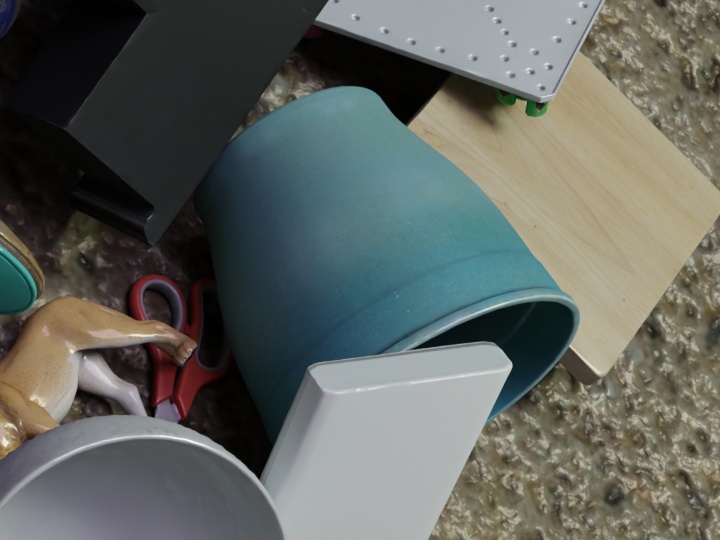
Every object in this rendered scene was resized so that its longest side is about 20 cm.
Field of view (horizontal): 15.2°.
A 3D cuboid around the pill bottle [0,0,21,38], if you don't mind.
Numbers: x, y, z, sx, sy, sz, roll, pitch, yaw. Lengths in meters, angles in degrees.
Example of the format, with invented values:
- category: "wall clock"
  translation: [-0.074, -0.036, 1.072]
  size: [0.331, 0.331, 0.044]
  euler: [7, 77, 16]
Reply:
- category: "pill bottle"
  translation: [-0.288, -0.143, 1.528]
  size: [0.114, 0.114, 0.200]
  euler: [48, 37, -2]

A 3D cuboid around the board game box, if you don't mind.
- category: "board game box"
  translation: [0.064, -0.197, 1.807]
  size: [0.199, 0.026, 0.200]
  euler: [20, 47, 10]

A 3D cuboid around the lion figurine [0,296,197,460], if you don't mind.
- category: "lion figurine"
  translation: [-0.185, 0.065, 1.546]
  size: [0.122, 0.073, 0.200]
  euler: [34, 35, 7]

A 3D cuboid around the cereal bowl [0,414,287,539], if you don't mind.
- category: "cereal bowl"
  translation: [-0.142, 0.166, 1.466]
  size: [0.199, 0.083, 0.201]
  euler: [-10, 113, -25]

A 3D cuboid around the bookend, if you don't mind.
- category: "bookend"
  translation: [-0.146, -0.156, 1.566]
  size: [0.199, 0.092, 0.200]
  euler: [41, 79, -39]

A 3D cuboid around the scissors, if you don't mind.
- category: "scissors"
  translation: [-0.109, 0.088, 1.610]
  size: [0.073, 0.014, 0.201]
  euler: [19, 55, -27]

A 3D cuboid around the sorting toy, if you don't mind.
- category: "sorting toy"
  translation: [0.115, -0.045, 1.794]
  size: [0.200, 0.070, 0.199]
  euler: [44, 50, -5]

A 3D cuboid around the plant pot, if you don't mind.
- category: "plant pot"
  translation: [0.000, 0.000, 1.622]
  size: [0.200, 0.200, 0.188]
  euler: [-13, 63, -37]

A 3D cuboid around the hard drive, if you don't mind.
- category: "hard drive"
  translation: [-0.004, 0.128, 1.541]
  size: [0.131, 0.200, 0.026]
  euler: [-6, 44, -35]

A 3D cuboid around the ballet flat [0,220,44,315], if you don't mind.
- category: "ballet flat"
  translation: [-0.273, -0.035, 1.546]
  size: [0.199, 0.068, 0.072]
  euler: [16, 38, -21]
